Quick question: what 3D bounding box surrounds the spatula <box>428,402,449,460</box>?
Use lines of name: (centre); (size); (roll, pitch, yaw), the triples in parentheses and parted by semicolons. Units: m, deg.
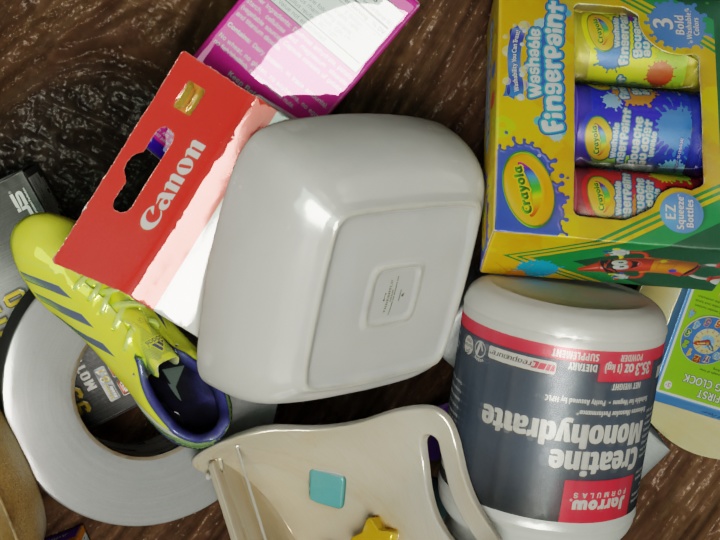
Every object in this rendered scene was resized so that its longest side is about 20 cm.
spatula: (0.008, 0.133, 1.058); (0.200, 0.021, 0.057); (-8, 128, 6)

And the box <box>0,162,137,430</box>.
box: (-0.273, 0.041, 1.023); (0.158, 0.048, 0.200); (-25, 101, 5)

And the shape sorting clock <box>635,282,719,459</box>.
shape sorting clock: (0.298, 0.051, 1.033); (0.200, 0.039, 0.200); (-2, 99, -11)

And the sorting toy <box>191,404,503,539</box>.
sorting toy: (0.005, 0.183, 0.900); (0.180, 0.107, 0.200); (-32, 63, 23)

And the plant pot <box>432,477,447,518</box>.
plant pot: (0.019, 0.271, 1.033); (0.200, 0.135, 0.200); (0, 102, 0)

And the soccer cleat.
soccer cleat: (-0.155, 0.038, 0.898); (0.065, 0.084, 0.200); (-42, 105, -14)

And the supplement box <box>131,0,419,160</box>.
supplement box: (-0.059, -0.147, 0.955); (0.103, 0.101, 0.200); (41, 99, -9)

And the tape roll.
tape roll: (-0.163, 0.081, 0.976); (0.200, 0.066, 0.201); (0, 91, -21)

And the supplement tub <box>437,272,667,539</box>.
supplement tub: (0.129, 0.109, 0.928); (0.140, 0.140, 0.200); (6, 102, -2)

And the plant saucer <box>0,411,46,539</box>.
plant saucer: (-0.273, 0.130, 0.942); (0.035, 0.200, 0.200); (-29, 103, -28)

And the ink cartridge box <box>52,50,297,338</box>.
ink cartridge box: (-0.079, -0.031, 0.883); (0.200, 0.050, 0.161); (28, 96, -50)

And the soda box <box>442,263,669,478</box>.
soda box: (0.141, 0.088, 1.028); (0.200, 0.063, 0.068); (43, 99, -9)

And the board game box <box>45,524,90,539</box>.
board game box: (-0.280, 0.351, 1.015); (0.200, 0.200, 0.200); (-21, 101, 4)

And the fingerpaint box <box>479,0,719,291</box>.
fingerpaint box: (0.171, -0.096, 0.931); (0.167, 0.073, 0.200); (5, 67, -1)

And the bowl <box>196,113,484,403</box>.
bowl: (0.000, 0.000, 0.890); (0.200, 0.075, 0.200); (-7, 118, -41)
